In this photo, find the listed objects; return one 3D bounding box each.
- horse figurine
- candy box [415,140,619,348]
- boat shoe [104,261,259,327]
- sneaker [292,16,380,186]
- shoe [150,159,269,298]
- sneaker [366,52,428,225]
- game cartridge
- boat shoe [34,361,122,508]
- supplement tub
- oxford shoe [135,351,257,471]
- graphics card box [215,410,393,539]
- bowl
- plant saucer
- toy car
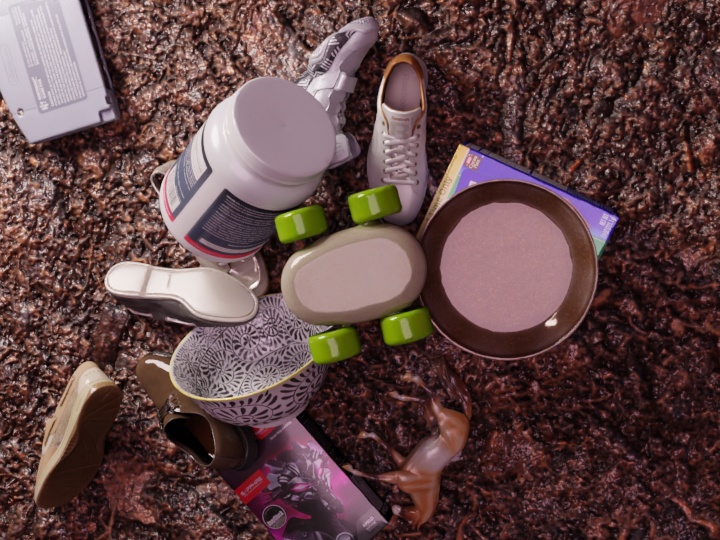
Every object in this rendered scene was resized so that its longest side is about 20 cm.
[{"bbox_3d":[0.073,0.202,1.399,0.132,0.050,0.200,33,94,-8],"label":"horse figurine"},{"bbox_3d":[0.170,-0.032,1.351,0.200,0.077,0.169,25,100,7],"label":"candy box"},{"bbox_3d":[-0.209,0.033,1.416,0.200,0.057,0.067,11,64,16],"label":"boat shoe"},{"bbox_3d":[-0.027,-0.193,1.368,0.200,0.075,0.115,-43,89,15],"label":"sneaker"},{"bbox_3d":[-0.184,-0.045,1.415,0.070,0.053,0.200,-38,89,10],"label":"shoe"},{"bbox_3d":[0.041,-0.150,1.356,0.073,0.085,0.200,2,97,7],"label":"sneaker"},{"bbox_3d":[-0.382,-0.262,1.434,0.133,0.040,0.200,-15,93,6],"label":"game cartridge"},{"bbox_3d":[-0.358,0.206,1.467,0.065,0.071,0.200,43,112,38],"label":"boat shoe"},{"bbox_3d":[-0.127,-0.109,1.308,0.140,0.140,0.200,51,139,1],"label":"supplement tub"},{"bbox_3d":[-0.211,0.162,1.404,0.200,0.084,0.073,38,108,30],"label":"oxford shoe"},{"bbox_3d":[-0.071,0.264,1.431,0.125,0.051,0.200,-41,89,10],"label":"graphics card box"},{"bbox_3d":[-0.113,0.120,1.374,0.201,0.201,0.094,-13,121,10],"label":"bowl"},{"bbox_3d":[0.160,-0.002,1.299,0.200,0.037,0.201,1,97,8],"label":"plant saucer"},{"bbox_3d":[0.000,0.000,1.318,0.158,0.200,0.164,-15,92,6],"label":"toy car"}]
